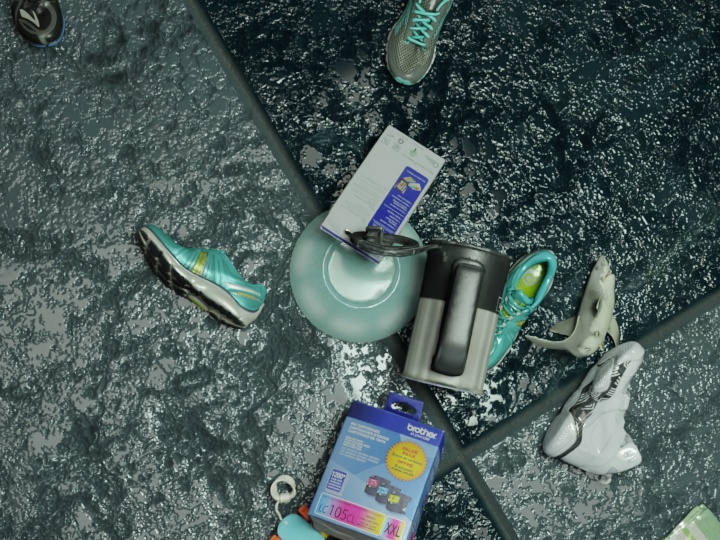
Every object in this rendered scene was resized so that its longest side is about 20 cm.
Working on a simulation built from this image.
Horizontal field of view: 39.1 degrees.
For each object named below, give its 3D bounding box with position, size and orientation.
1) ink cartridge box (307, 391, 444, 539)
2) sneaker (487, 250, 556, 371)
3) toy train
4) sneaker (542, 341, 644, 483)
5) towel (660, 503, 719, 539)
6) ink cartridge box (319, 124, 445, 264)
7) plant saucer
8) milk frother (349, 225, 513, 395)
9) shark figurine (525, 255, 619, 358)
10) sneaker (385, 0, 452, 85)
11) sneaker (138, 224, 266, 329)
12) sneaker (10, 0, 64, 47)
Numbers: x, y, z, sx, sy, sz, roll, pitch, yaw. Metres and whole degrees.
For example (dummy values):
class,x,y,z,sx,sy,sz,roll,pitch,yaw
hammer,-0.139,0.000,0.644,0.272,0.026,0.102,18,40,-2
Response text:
class,x,y,z,sx,sy,sz,roll,pitch,yaw
ink cartridge box,0.029,0.264,1.350,0.136,0.076,0.200,17,61,12
sneaker,0.204,0.051,1.410,0.077,0.080,0.200,34,83,1
toy train,-0.025,0.343,1.381,0.199,0.056,0.151,2,61,4
sneaker,0.351,0.199,1.401,0.115,0.075,0.200,35,101,-4
towel,0.450,0.446,1.417,0.200,0.023,0.153,-36,87,-9
ink cartridge box,0.029,-0.102,1.418,0.099,0.039,0.200,33,64,1
plant saucer,0.000,0.000,1.429,0.200,0.039,0.202,1,82,-4
milk frother,0.078,0.050,1.325,0.199,0.180,0.189,11,85,21
shark figurine,0.298,0.082,1.412,0.089,0.214,0.128,-1,116,32
sneaker,0.089,-0.367,1.454,0.077,0.091,0.201,18,82,-1
sneaker,-0.221,0.000,1.407,0.200,0.078,0.080,37,62,-4
sneaker,-0.468,-0.408,1.422,0.071,0.083,0.200,-13,84,-5
